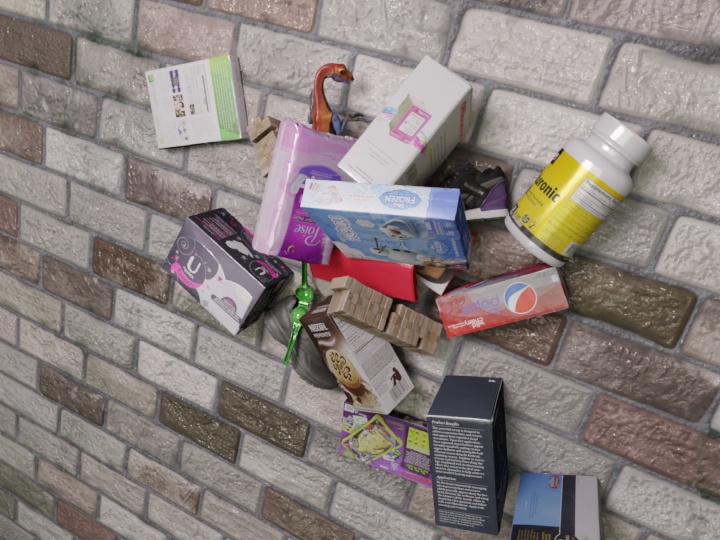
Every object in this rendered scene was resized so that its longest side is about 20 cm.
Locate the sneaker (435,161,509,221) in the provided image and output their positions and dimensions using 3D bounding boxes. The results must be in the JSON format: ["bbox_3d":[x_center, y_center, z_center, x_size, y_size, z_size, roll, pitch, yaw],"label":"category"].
[{"bbox_3d":[0.135,-0.118,0.807,0.075,0.197,0.089,12,108,60],"label":"sneaker"}]

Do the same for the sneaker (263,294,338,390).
[{"bbox_3d":[-0.098,0.136,1.019,0.090,0.076,0.201,-38,91,18],"label":"sneaker"}]

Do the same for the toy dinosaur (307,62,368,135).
[{"bbox_3d":[-0.046,-0.224,0.860,0.103,0.202,0.183,1,139,10],"label":"toy dinosaur"}]

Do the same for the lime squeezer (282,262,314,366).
[{"bbox_3d":[-0.107,0.070,0.969,0.037,0.071,0.204,11,104,-9],"label":"lime squeezer"}]

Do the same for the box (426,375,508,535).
[{"bbox_3d":[0.184,0.301,0.899,0.105,0.148,0.204,-1,103,22],"label":"box"}]

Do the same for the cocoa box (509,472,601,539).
[{"bbox_3d":[0.315,0.437,0.851,0.129,0.200,0.136,-6,102,24],"label":"cocoa box"}]

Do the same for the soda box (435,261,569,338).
[{"bbox_3d":[0.226,0.046,0.860,0.197,0.063,0.071,-18,96,26],"label":"soda box"}]

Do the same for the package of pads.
[{"bbox_3d":[-0.084,-0.115,0.809,0.075,0.119,0.203,33,110,53],"label":"package of pads"}]

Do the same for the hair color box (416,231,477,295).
[{"bbox_3d":[0.081,-0.062,0.888,0.198,0.061,0.102,33,122,11],"label":"hair color box"}]

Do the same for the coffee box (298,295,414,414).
[{"bbox_3d":[-0.007,0.143,0.938,0.112,0.079,0.202,-16,107,57],"label":"coffee box"}]

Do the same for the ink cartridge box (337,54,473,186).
[{"bbox_3d":[0.070,-0.182,0.782,0.084,0.145,0.201,40,89,13],"label":"ink cartridge box"}]

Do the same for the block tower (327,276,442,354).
[{"bbox_3d":[0.038,0.077,0.869,0.198,0.059,0.054,29,160,-25],"label":"block tower"}]

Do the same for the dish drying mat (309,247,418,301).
[{"bbox_3d":[0.000,0.000,0.878,0.197,0.018,0.078,13,136,26],"label":"dish drying mat"}]

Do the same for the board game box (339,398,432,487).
[{"bbox_3d":[0.056,0.327,1.026,0.197,0.032,0.122,13,104,20],"label":"board game box"}]

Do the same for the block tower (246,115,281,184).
[{"bbox_3d":[-0.135,-0.170,0.924,0.054,0.057,0.203,-29,74,29],"label":"block tower"}]

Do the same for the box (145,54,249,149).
[{"bbox_3d":[-0.307,-0.311,1.006,0.197,0.036,0.147,0,104,24],"label":"box"}]

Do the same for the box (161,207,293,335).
[{"bbox_3d":[-0.254,0.000,1.021,0.199,0.115,0.133,41,115,8],"label":"box"}]

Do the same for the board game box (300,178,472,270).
[{"bbox_3d":[0.045,-0.057,0.729,0.195,0.200,0.044,8,75,19],"label":"board game box"}]

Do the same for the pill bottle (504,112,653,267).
[{"bbox_3d":[0.307,-0.113,0.758,0.111,0.111,0.201,40,114,8],"label":"pill bottle"}]

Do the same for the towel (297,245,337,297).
[{"bbox_3d":[-0.042,-0.028,0.926,0.199,0.034,0.133,-27,104,48],"label":"towel"}]
